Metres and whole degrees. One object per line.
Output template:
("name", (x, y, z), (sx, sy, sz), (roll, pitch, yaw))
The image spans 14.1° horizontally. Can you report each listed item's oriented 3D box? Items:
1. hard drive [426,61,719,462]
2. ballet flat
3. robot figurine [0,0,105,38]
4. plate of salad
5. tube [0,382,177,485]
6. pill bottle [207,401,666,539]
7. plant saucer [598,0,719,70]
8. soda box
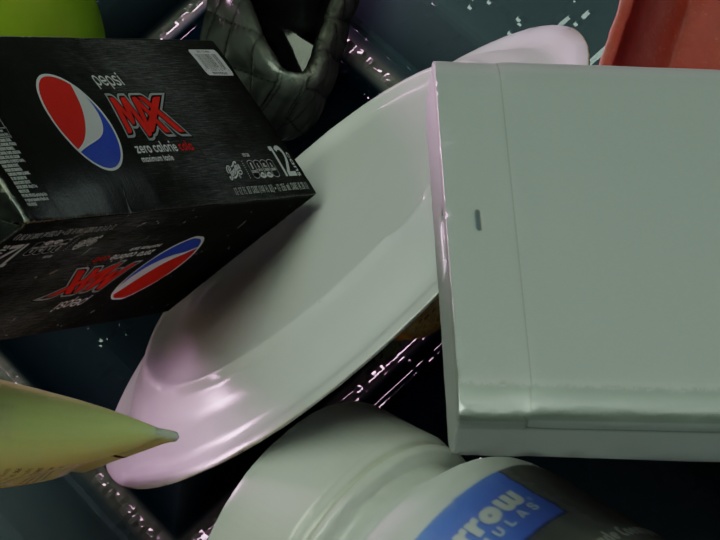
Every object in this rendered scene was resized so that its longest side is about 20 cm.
("hard drive", (0.121, -0.003, 0.788), (0.200, 0.026, 0.132), (1, 47, -4))
("ballet flat", (-0.013, -0.137, 1.015), (0.057, 0.066, 0.200), (-30, 48, 58))
("robot figurine", (-0.158, -0.084, 0.990), (0.116, 0.176, 0.200), (-22, 31, -19))
("plate of salad", (0.000, 0.000, 0.905), (0.200, 0.048, 0.200), (-39, 18, 15))
("tube", (-0.158, 0.040, 0.817), (0.200, 0.052, 0.058), (8, 27, -23))
("pill bottle", (0.055, 0.122, 0.820), (0.200, 0.114, 0.114), (29, 74, 29))
("plant saucer", (0.168, -0.033, 0.864), (0.200, 0.037, 0.200), (14, 47, 8))
("soda box", (-0.090, -0.024, 0.836), (0.071, 0.200, 0.063), (-37, 80, 19))
